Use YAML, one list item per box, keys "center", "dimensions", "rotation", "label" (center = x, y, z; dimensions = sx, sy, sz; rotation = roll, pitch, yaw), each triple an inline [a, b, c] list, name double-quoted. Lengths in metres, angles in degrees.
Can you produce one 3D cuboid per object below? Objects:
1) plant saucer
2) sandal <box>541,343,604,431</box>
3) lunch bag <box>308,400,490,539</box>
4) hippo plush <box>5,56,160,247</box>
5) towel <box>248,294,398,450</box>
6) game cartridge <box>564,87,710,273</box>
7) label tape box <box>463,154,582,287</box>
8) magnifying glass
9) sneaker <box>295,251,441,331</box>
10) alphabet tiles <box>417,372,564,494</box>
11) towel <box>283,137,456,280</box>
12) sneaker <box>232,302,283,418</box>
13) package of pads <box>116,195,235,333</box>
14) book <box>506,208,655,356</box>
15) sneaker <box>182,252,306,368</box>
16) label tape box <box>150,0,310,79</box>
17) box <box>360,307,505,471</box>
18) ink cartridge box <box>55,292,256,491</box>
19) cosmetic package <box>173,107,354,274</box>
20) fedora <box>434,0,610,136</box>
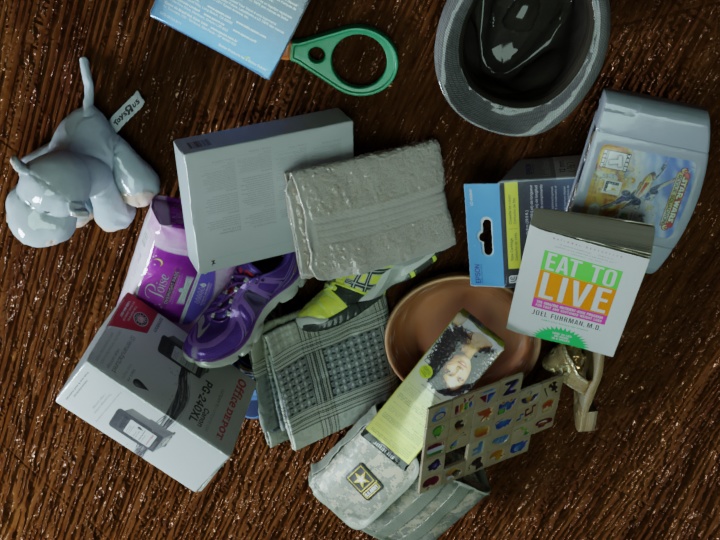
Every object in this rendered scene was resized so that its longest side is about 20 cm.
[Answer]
- center: [0.130, 0.083, 1.359]
  dimensions: [0.199, 0.038, 0.201]
  rotation: [2, 122, 3]
  label: "plant saucer"
- center: [0.267, 0.128, 1.353]
  dimensions: [0.069, 0.078, 0.213]
  rotation: [-4, 127, 1]
  label: "sandal"
- center: [0.048, 0.276, 1.432]
  dimensions: [0.199, 0.118, 0.164]
  rotation: [27, 121, -25]
  label: "lunch bag"
- center: [-0.317, -0.097, 1.212]
  dimensions: [0.159, 0.161, 0.200]
  rotation: [33, 120, -15]
  label: "hippo plush"
- center: [-0.044, 0.128, 1.358]
  dimensions: [0.199, 0.035, 0.194]
  rotation: [-19, 124, -17]
  label: "towel"
- center: [0.302, -0.093, 1.160]
  dimensions: [0.132, 0.042, 0.201]
  rotation: [13, 120, 3]
  label: "game cartridge"
- center: [0.225, -0.058, 1.245]
  dimensions: [0.199, 0.066, 0.144]
  rotation: [-2, 121, 9]
  label: "label tape box"
- center: [-0.056, -0.243, 1.180]
  dimensions: [0.199, 0.022, 0.080]
  rotation: [8, 123, -2]
  label: "magnifying glass"
- center: [0.000, 0.000, 1.281]
  dimensions: [0.200, 0.075, 0.077]
  rotation: [-36, 103, -8]
  label: "sneaker"
- center: [0.164, 0.194, 1.326]
  dimensions: [0.199, 0.008, 0.168]
  rotation: [-18, 136, -20]
  label: "alphabet tiles"
- center: [0.013, -0.069, 1.209]
  dimensions: [0.199, 0.034, 0.133]
  rotation: [-16, 105, -20]
  label: "towel"
- center: [-0.144, 0.125, 1.387]
  dimensions: [0.073, 0.082, 0.201]
  rotation: [5, 124, 0]
  label: "sneaker"
- center: [-0.226, 0.008, 1.311]
  dimensions: [0.120, 0.076, 0.201]
  rotation: [9, 126, -24]
  label: "package of pads"
- center: [0.244, 0.015, 1.201]
  dimensions: [0.133, 0.048, 0.201]
  rotation: [13, 144, 9]
  label: "book"
- center: [-0.146, 0.029, 1.268]
  dimensions: [0.080, 0.200, 0.084]
  rotation: [23, 149, 27]
  label: "sneaker"
- center: [-0.111, -0.324, 1.099]
  dimensions: [0.144, 0.063, 0.201]
  rotation: [27, 113, -9]
  label: "label tape box"
- center: [0.089, 0.146, 1.307]
  dimensions: [0.075, 0.050, 0.200]
  rotation: [37, 101, 5]
  label: "box"
- center: [-0.233, 0.143, 1.251]
  dimensions: [0.200, 0.146, 0.083]
  rotation: [36, 120, -13]
  label: "ink cartridge box"
- center: [-0.104, -0.092, 1.211]
  dimensions: [0.199, 0.052, 0.152]
  rotation: [-14, 121, -19]
  label: "cosmetic package"
- center: [0.167, -0.251, 1.110]
  dimensions: [0.176, 0.090, 0.201]
  rotation: [12, 117, -4]
  label: "fedora"
